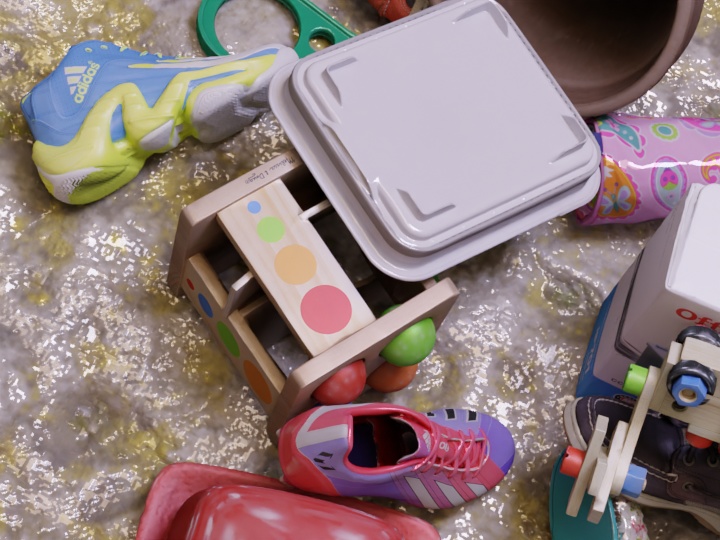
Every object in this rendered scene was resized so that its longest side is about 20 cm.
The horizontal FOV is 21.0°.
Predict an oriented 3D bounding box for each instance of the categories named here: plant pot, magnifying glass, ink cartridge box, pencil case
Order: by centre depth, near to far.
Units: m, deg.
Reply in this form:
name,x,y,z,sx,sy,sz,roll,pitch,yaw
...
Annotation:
name,x,y,z,sx,sy,sz,roll,pitch,yaw
ink cartridge box,0.242,0.042,1.269,0.146,0.200,0.086,22,65,0
plant pot,0.166,-0.231,1.378,0.200,0.200,0.175,38,36,6
pencil case,0.245,-0.077,1.382,0.199,0.087,0.088,-1,68,-9
magnifying glass,-0.021,-0.162,1.405,0.199,0.022,0.080,13,66,-3

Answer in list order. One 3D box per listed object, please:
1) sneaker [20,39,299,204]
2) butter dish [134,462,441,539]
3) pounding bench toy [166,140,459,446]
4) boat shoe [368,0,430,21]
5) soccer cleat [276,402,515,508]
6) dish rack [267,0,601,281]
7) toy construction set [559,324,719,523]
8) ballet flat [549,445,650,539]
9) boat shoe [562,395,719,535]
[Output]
name,x,y,z,sx,sy,sz,roll,pitch,yaw
sneaker,-0.144,-0.131,1.338,0.200,0.076,0.105,-28,75,-19
butter dish,-0.047,0.209,1.175,0.199,0.148,0.200,14,65,-4
pounding bench toy,0.000,0.000,1.283,0.200,0.124,0.156,-31,76,-21
boat shoe,0.074,-0.259,1.433,0.062,0.071,0.200,36,69,7
soccer cleat,0.036,0.115,1.234,0.199,0.076,0.067,7,72,-40
dish rack,0.057,-0.097,1.257,0.200,0.044,0.172,-25,75,-31
toy construction set,0.224,0.110,1.190,0.199,0.131,0.092,9,41,-6
ballet flat,0.168,0.211,1.266,0.064,0.076,0.201,13,61,-40
boat shoe,0.221,0.124,1.269,0.200,0.065,0.072,28,42,-24
